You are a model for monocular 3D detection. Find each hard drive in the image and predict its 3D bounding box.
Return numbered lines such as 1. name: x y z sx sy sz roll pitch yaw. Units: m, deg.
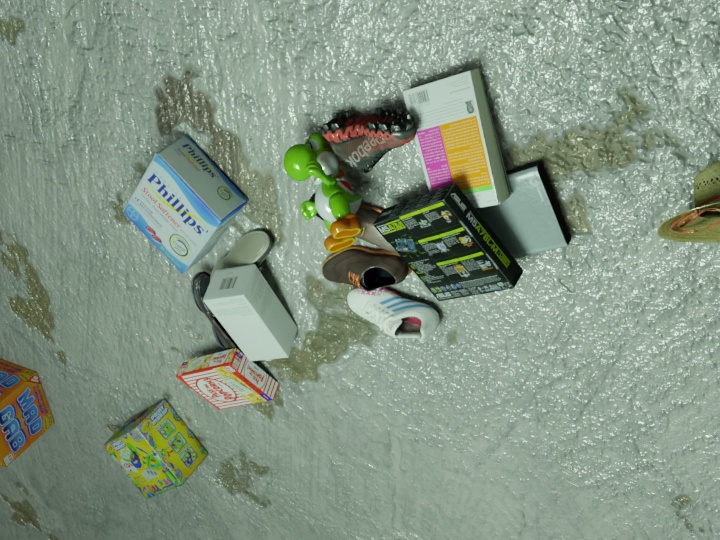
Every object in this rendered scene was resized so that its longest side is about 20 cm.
1. hard drive: 0.230 -0.086 1.272 0.197 0.033 0.142 -14 111 37

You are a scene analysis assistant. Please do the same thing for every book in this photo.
1. book: 0.148 -0.198 1.219 0.131 0.048 0.205 -6 106 40

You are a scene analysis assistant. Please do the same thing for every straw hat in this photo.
1. straw hat: 0.501 -0.105 1.050 0.198 0.199 0.088 -13 69 36

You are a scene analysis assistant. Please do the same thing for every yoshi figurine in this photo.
1. yoshi figurine: -0.075 -0.138 1.325 0.111 0.111 0.204 -26 72 20

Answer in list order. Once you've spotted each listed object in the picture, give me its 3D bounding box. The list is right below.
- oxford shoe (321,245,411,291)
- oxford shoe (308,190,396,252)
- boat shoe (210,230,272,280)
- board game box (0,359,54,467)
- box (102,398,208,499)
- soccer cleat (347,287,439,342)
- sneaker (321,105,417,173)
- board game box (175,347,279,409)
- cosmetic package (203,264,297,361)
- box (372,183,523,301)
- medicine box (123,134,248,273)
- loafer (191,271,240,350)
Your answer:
1. oxford shoe: 0.000 0.000 1.444 0.196 0.073 0.073 -6 117 35
2. oxford shoe: -0.008 -0.080 1.396 0.197 0.073 0.072 29 131 13
3. boat shoe: -0.235 -0.017 1.605 0.062 0.074 0.199 18 140 -39
4. board game box: -1.073 0.416 2.300 0.195 0.200 0.204 13 126 24
5. box: -0.546 0.478 2.064 0.198 0.122 0.194 -28 103 41
6. soccer cleat: 0.051 0.081 1.456 0.195 0.086 0.071 12 126 25
7. sneaker: 0.023 -0.212 1.282 0.197 0.071 0.100 5 128 44
8. board game box: -0.307 0.252 1.786 0.197 0.047 0.151 -16 132 38
9. cosmetic package: -0.222 0.091 1.590 0.105 0.086 0.202 -6 135 24
10. box: 0.141 -0.039 1.281 0.194 0.048 0.198 50 150 -16
11. medicine box: -0.354 -0.131 1.560 0.182 0.103 0.200 45 133 -2
12. loafer: -0.303 0.091 1.689 0.062 0.072 0.203 18 137 43
